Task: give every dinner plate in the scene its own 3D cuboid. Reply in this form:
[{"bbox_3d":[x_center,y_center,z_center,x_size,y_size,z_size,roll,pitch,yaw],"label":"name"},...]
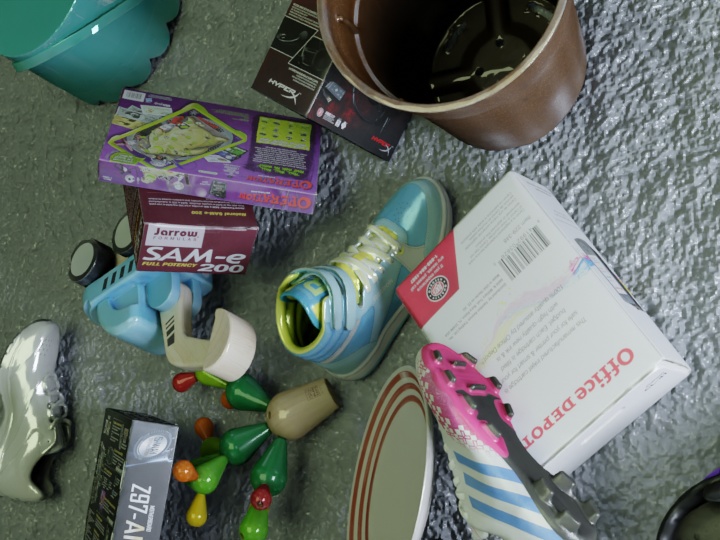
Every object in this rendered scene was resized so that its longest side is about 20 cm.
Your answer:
[{"bbox_3d":[0.028,0.180,0.907,0.200,0.024,0.204,-165,89,-77],"label":"dinner plate"}]

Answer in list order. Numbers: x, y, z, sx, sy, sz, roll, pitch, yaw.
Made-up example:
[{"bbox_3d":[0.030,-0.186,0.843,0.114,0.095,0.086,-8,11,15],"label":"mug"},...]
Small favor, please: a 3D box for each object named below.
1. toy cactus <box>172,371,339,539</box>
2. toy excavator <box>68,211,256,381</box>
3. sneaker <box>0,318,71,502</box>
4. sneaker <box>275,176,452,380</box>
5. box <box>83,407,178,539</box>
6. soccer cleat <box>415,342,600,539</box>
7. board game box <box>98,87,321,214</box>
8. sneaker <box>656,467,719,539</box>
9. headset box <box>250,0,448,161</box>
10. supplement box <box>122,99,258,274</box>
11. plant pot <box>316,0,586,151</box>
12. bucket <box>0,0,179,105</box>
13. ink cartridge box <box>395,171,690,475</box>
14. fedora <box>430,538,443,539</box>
[{"bbox_3d":[-0.101,0.144,1.019,0.163,0.103,0.201,-29,43,6],"label":"toy cactus"},{"bbox_3d":[-0.186,0.041,1.064,0.193,0.099,0.203,-29,53,26],"label":"toy excavator"},{"bbox_3d":[-0.349,0.154,1.197,0.086,0.074,0.204,11,92,21],"label":"sneaker"},{"bbox_3d":[0.000,0.000,0.961,0.079,0.130,0.202,30,96,34],"label":"sneaker"},{"bbox_3d":[-0.223,0.218,1.042,0.200,0.043,0.163,167,113,-70],"label":"box"},{"bbox_3d":[0.089,0.146,0.816,0.087,0.069,0.201,-53,56,25],"label":"soccer cleat"},{"bbox_3d":[-0.136,-0.113,1.030,0.121,0.196,0.033,-88,10,-53],"label":"board game box"},{"bbox_3d":[0.286,0.153,0.764,0.200,0.099,0.070,-44,63,18],"label":"sneaker"},{"bbox_3d":[0.009,-0.220,0.991,0.077,0.148,0.202,31,96,32],"label":"headset box"},{"bbox_3d":[-0.171,-0.085,1.060,0.201,0.107,0.061,-110,30,-45],"label":"supplement box"},{"bbox_3d":[0.094,-0.196,0.892,0.197,0.198,0.204,-5,78,22],"label":"plant pot"},{"bbox_3d":[-0.317,-0.298,1.222,0.204,0.134,0.211,-8,76,32],"label":"bucket"},{"bbox_3d":[0.142,0.046,0.887,0.148,0.085,0.201,-44,62,19],"label":"ink cartridge box"},{"bbox_3d":[0.046,0.307,0.862,0.089,0.201,0.178,30,63,6],"label":"fedora"}]
